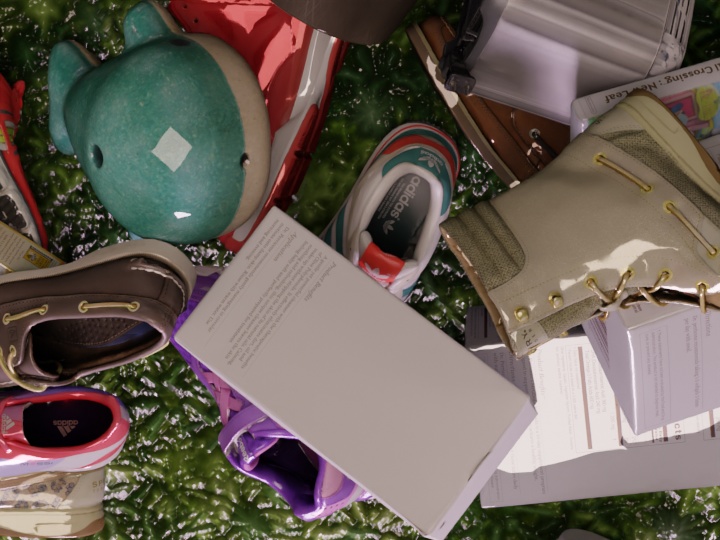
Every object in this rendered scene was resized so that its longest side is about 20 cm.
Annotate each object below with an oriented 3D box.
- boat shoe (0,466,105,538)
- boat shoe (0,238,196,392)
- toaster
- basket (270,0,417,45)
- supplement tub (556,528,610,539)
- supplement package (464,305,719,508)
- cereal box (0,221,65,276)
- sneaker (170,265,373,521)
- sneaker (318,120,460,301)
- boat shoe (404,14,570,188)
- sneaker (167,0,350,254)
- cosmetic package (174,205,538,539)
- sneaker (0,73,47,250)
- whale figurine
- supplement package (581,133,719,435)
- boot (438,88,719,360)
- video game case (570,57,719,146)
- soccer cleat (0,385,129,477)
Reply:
[{"bbox_3d":[-0.270,0.141,1.700,0.199,0.073,0.063,3,98,-9],"label":"boat shoe"},{"bbox_3d":[-0.192,0.039,1.573,0.200,0.060,0.072,-18,129,28],"label":"boat shoe"},{"bbox_3d":[0.129,-0.167,1.543,0.129,0.200,0.114,20,139,-8],"label":"toaster"},{"bbox_3d":[0.020,-0.246,1.498,0.136,0.180,0.200,49,121,29],"label":"basket"},{"bbox_3d":[0.129,0.287,1.672,0.145,0.145,0.200,32,103,-5],"label":"supplement tub"},{"bbox_3d":[0.171,0.078,1.634,0.199,0.114,0.110,-6,102,5],"label":"supplement package"},{"bbox_3d":[-0.307,-0.008,1.645,0.200,0.040,0.144,34,133,-6],"label":"cereal box"},{"bbox_3d":[-0.065,0.083,1.631,0.200,0.088,0.081,45,134,6],"label":"sneaker"},{"bbox_3d":[0.001,0.000,1.633,0.070,0.093,0.200,28,104,-4],"label":"sneaker"},{"bbox_3d":[0.105,-0.091,1.623,0.068,0.072,0.200,-34,110,7],"label":"boat shoe"},{"bbox_3d":[-0.079,-0.118,1.629,0.115,0.078,0.201,22,92,6],"label":"sneaker"},{"bbox_3d":[-0.002,0.064,1.546,0.200,0.085,0.108,38,87,11],"label":"cosmetic package"},{"bbox_3d":[-0.240,-0.085,1.636,0.077,0.085,0.200,3,127,29],"label":"sneaker"},{"bbox_3d":[-0.145,-0.088,1.575,0.200,0.104,0.160,22,118,43],"label":"whale figurine"},{"bbox_3d":[0.234,-0.006,1.519,0.199,0.118,0.117,-18,142,-5],"label":"supplement package"},{"bbox_3d":[0.152,0.010,1.405,0.154,0.072,0.200,-32,64,-9],"label":"boot"},{"bbox_3d":[0.216,-0.062,1.560,0.182,0.022,0.200,-16,146,-7],"label":"video game case"},{"bbox_3d":[-0.248,0.106,1.636,0.199,0.073,0.068,-5,76,-14],"label":"soccer cleat"}]
